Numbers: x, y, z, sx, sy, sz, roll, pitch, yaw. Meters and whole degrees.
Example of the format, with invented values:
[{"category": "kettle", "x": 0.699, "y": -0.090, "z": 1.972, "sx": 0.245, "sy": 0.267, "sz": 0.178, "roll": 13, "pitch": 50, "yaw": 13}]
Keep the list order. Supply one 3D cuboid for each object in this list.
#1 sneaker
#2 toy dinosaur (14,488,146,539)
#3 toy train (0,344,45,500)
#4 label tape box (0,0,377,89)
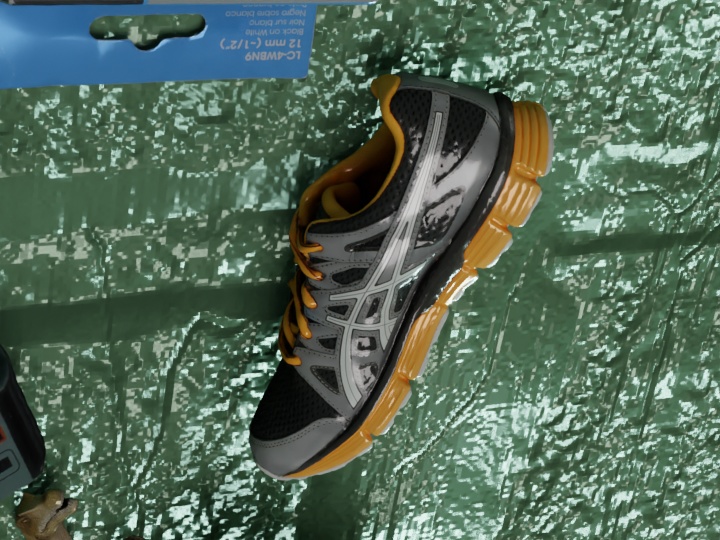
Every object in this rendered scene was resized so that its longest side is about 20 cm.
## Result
[{"category": "sneaker", "x": 0.000, "y": 0.000, "z": 0.965, "sx": 0.077, "sy": 0.078, "sz": 0.201, "roll": 24, "pitch": 111, "yaw": -21}, {"category": "toy dinosaur", "x": -0.145, "y": 0.179, "z": 1.058, "sx": 0.100, "sy": 0.058, "sz": 0.201, "roll": 15, "pitch": 112, "yaw": -15}, {"category": "toy train", "x": -0.201, "y": 0.034, "z": 0.896, "sx": 0.114, "sy": 0.085, "sz": 0.201, "roll": -31, "pitch": 131, "yaw": -15}, {"category": "label tape box", "x": -0.060, "y": -0.140, "z": 0.828, "sx": 0.142, "sy": 0.066, "sz": 0.201, "roll": -3, "pitch": 125, "yaw": -21}]
